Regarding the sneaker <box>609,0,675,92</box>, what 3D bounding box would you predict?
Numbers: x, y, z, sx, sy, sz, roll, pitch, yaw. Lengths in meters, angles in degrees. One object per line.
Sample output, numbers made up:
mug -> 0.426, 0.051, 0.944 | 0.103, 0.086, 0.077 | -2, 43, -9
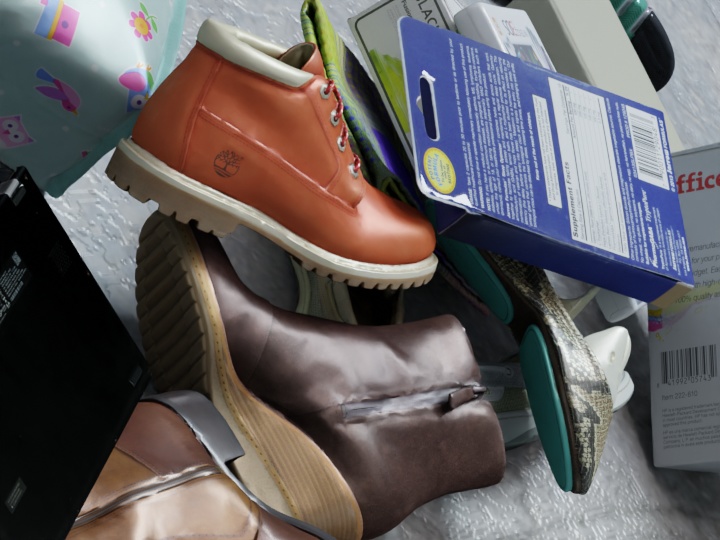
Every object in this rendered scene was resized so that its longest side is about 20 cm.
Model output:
sneaker -> 0.148, -0.209, 2.062 | 0.200, 0.074, 0.088 | 40, 28, -15

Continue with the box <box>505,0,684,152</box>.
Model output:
box -> 0.160, -0.095, 1.962 | 0.082, 0.068, 0.201 | 6, 52, -49

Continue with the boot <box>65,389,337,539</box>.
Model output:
boot -> -0.096, 0.149, 1.393 | 0.189, 0.068, 0.200 | 57, 33, 9

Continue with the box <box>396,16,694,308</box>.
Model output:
box -> 0.095, -0.060, 1.616 | 0.199, 0.032, 0.122 | 19, 51, -35

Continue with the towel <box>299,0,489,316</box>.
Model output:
towel -> 0.025, -0.066, 1.735 | 0.200, 0.023, 0.144 | 46, 19, -55

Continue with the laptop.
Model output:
laptop -> -0.217, 0.036, 1.368 | 0.200, 0.116, 0.187 | 59, 28, -21

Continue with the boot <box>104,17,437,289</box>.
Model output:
boot -> -0.024, -0.058, 1.512 | 0.199, 0.108, 0.075 | 22, 9, -36

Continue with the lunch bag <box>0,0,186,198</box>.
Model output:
lunch bag -> -0.180, -0.168, 1.562 | 0.170, 0.122, 0.201 | 35, 41, -23

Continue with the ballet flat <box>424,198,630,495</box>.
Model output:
ballet flat -> 0.107, 0.025, 1.634 | 0.075, 0.068, 0.201 | -21, 70, -14

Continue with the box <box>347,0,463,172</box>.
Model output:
box -> 0.070, -0.090, 1.784 | 0.117, 0.060, 0.200 | 66, 12, 22

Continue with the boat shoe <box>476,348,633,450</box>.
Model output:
boat shoe -> 0.088, 0.070, 1.693 | 0.201, 0.074, 0.065 | -12, 83, -48

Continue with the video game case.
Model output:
video game case -> 0.123, -0.067, 1.755 | 0.201, 0.023, 0.182 | 63, 12, 2

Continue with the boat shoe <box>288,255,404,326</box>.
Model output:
boat shoe -> 0.000, 0.000, 1.666 | 0.072, 0.065, 0.200 | 36, 35, -22

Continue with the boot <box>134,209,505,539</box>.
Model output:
boot -> -0.021, 0.046, 1.547 | 0.166, 0.072, 0.201 | -18, 86, -34

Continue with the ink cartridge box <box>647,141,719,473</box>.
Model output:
ink cartridge box -> 0.258, 0.020, 1.831 | 0.084, 0.144, 0.201 | 8, 76, -47
